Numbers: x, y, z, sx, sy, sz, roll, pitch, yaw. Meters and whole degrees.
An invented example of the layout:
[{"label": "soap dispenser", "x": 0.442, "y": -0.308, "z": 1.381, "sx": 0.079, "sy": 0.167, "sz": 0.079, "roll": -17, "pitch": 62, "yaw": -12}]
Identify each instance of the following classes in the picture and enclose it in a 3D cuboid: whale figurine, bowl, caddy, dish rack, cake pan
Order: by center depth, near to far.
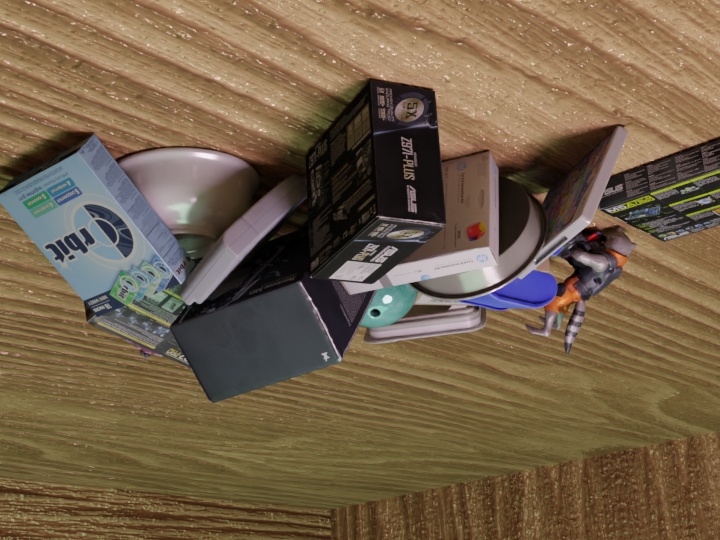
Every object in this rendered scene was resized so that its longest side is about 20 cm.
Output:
[{"label": "bowl", "x": -0.225, "y": -0.072, "z": 1.485, "sx": 0.198, "sy": 0.092, "sz": 0.201, "roll": -3, "pitch": 161, "yaw": -1}, {"label": "cake pan", "x": 0.138, "y": -0.049, "z": 1.496, "sx": 0.198, "sy": 0.202, "sz": 0.037, "roll": -11, "pitch": 133, "yaw": 20}, {"label": "whale figurine", "x": 0.000, "y": 0.000, "z": 1.613, "sx": 0.157, "sy": 0.105, "sz": 0.200, "roll": -23, "pitch": 131, "yaw": 20}, {"label": "caddy", "x": 0.186, "y": -0.021, "z": 1.619, "sx": 0.198, "sy": 0.144, "sz": 0.104, "roll": 13, "pitch": 173, "yaw": -39}, {"label": "dish rack", "x": 0.104, "y": 0.063, "z": 1.909, "sx": 0.197, "sy": 0.044, "sz": 0.172, "roll": -7, "pitch": -165, "yaw": 8}]

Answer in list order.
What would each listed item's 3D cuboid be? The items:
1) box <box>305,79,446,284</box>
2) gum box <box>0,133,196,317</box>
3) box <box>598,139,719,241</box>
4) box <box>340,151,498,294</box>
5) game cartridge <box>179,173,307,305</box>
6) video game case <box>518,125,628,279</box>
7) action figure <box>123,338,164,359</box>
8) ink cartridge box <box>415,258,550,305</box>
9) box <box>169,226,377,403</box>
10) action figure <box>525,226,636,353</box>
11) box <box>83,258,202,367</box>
[{"label": "box", "x": 0.012, "y": -0.095, "z": 1.354, "sx": 0.085, "sy": 0.166, "sz": 0.200, "roll": 5, "pitch": 158, "yaw": -23}, {"label": "gum box", "x": -0.322, "y": -0.049, "z": 1.433, "sx": 0.169, "sy": 0.045, "sz": 0.201, "roll": -19, "pitch": 116, "yaw": 37}, {"label": "box", "x": 0.450, "y": -0.104, "z": 1.592, "sx": 0.198, "sy": 0.048, "sz": 0.192, "roll": -19, "pitch": 153, "yaw": 38}, {"label": "box", "x": 0.074, "y": -0.060, "z": 1.473, "sx": 0.197, "sy": 0.158, "sz": 0.041, "roll": -13, "pitch": 139, "yaw": 22}, {"label": "game cartridge", "x": -0.137, "y": -0.044, "z": 1.459, "sx": 0.133, "sy": 0.041, "sz": 0.200, "roll": -41, "pitch": -176, "yaw": 37}, {"label": "video game case", "x": 0.262, "y": -0.082, "z": 1.487, "sx": 0.018, "sy": 0.144, "sz": 0.200, "roll": 30, "pitch": 154, "yaw": -5}, {"label": "action figure", "x": -0.281, "y": 0.036, "z": 1.774, "sx": 0.133, "sy": 0.150, "sz": 0.200, "roll": 31, "pitch": 117, "yaw": -34}, {"label": "ink cartridge box", "x": 0.165, "y": -0.005, "z": 1.770, "sx": 0.197, "sy": 0.076, "sz": 0.165, "roll": 1, "pitch": 161, "yaw": -11}, {"label": "box", "x": -0.106, "y": 0.047, "z": 1.511, "sx": 0.198, "sy": 0.197, "sz": 0.125, "roll": -19, "pitch": 111, "yaw": 23}, {"label": "action figure", "x": 0.345, "y": 0.020, "z": 1.781, "sx": 0.194, "sy": 0.105, "sz": 0.199, "roll": -52, "pitch": 154, "yaw": 16}, {"label": "box", "x": -0.258, "y": 0.047, "z": 1.643, "sx": 0.161, "sy": 0.049, "sz": 0.199, "roll": -41, "pitch": 136, "yaw": 20}]
